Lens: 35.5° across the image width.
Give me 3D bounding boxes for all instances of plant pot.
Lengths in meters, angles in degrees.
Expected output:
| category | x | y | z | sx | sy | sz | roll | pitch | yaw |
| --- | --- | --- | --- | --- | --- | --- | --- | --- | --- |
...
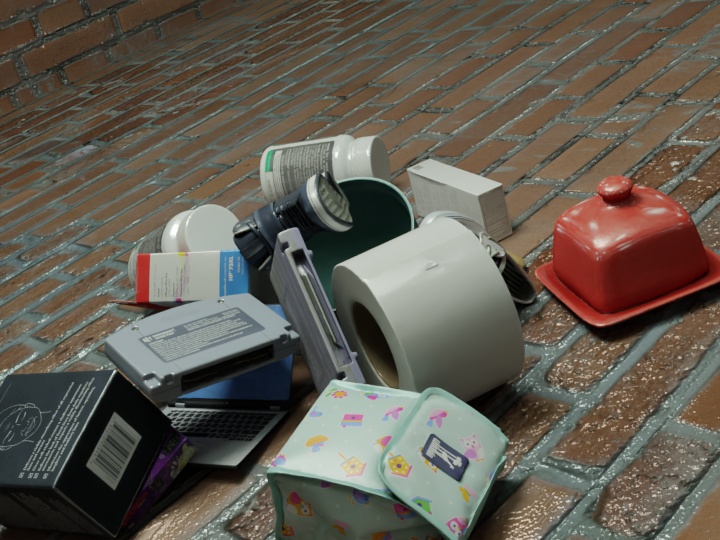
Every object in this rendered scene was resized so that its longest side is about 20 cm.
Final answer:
| category | x | y | z | sx | sy | sz | roll | pitch | yaw |
| --- | --- | --- | --- | --- | --- | --- | --- | --- | --- |
| plant pot | 0.000 | 0.000 | 1.455 | 0.199 | 0.134 | 0.202 | -14 | 52 | 19 |

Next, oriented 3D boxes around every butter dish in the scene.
| category | x | y | z | sx | sy | sz | roll | pitch | yaw |
| --- | --- | --- | --- | --- | --- | --- | --- | --- | --- |
| butter dish | 0.323 | -0.045 | 1.380 | 0.199 | 0.149 | 0.200 | -21 | 24 | -8 |

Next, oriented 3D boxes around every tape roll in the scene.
| category | x | y | z | sx | sy | sz | roll | pitch | yaw |
| --- | --- | --- | --- | --- | --- | --- | --- | --- | --- |
| tape roll | 0.073 | 0.058 | 1.260 | 0.138 | 0.204 | 0.203 | -23 | 26 | -17 |

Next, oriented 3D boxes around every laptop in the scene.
| category | x | y | z | sx | sy | sz | roll | pitch | yaw |
| --- | --- | --- | --- | --- | --- | --- | --- | --- | --- |
| laptop | -0.188 | 0.136 | 1.358 | 0.186 | 0.117 | 0.200 | -3 | 22 | 29 |

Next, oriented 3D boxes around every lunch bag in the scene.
| category | x | y | z | sx | sy | sz | roll | pitch | yaw |
| --- | --- | --- | --- | --- | --- | --- | --- | --- | --- |
| lunch bag | 0.032 | 0.199 | 1.096 | 0.198 | 0.123 | 0.170 | 5 | 29 | 23 |

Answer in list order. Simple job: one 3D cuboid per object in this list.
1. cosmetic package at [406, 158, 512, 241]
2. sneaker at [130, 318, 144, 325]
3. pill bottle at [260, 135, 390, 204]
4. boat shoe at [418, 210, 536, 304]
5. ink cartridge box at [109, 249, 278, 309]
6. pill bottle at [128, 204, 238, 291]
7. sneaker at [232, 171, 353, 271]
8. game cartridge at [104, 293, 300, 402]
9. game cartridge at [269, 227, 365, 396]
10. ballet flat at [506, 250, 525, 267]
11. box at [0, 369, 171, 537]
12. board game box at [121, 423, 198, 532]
| category | x | y | z | sx | sy | sz | roll | pitch | yaw |
| --- | --- | --- | --- | --- | --- | --- | --- | --- | --- |
| cosmetic package | 0.148 | -0.106 | 1.693 | 0.050 | 0.083 | 0.200 | -24 | 26 | -21 |
| sneaker | -0.289 | 0.113 | 1.537 | 0.113 | 0.073 | 0.201 | -16 | 14 | 11 |
| pill bottle | -0.058 | -0.165 | 1.884 | 0.198 | 0.114 | 0.113 | -6 | 27 | 23 |
| boat shoe | 0.154 | -0.015 | 1.395 | 0.067 | 0.199 | 0.074 | 27 | 91 | 47 |
| ink cartridge box | -0.218 | 0.014 | 1.486 | 0.198 | 0.068 | 0.116 | -2 | -7 | 16 |
| pill bottle | -0.256 | -0.022 | 1.651 | 0.113 | 0.114 | 0.200 | -36 | 6 | -36 |
| sneaker | -0.086 | -0.052 | 1.351 | 0.146 | 0.077 | 0.202 | -32 | 5 | 4 |
| game cartridge | -0.187 | 0.084 | 1.307 | 0.199 | 0.042 | 0.133 | -18 | 29 | -34 |
| game cartridge | -0.051 | 0.065 | 1.294 | 0.038 | 0.201 | 0.130 | -20 | -19 | -13 |
| ballet flat | 0.124 | -0.014 | 1.538 | 0.198 | 0.063 | 0.069 | -8 | 24 | 18 |
| box | -0.338 | 0.203 | 1.255 | 0.199 | 0.107 | 0.149 | -5 | 48 | 37 |
| board game box | -0.279 | 0.211 | 1.311 | 0.120 | 0.032 | 0.199 | -47 | 36 | -15 |
